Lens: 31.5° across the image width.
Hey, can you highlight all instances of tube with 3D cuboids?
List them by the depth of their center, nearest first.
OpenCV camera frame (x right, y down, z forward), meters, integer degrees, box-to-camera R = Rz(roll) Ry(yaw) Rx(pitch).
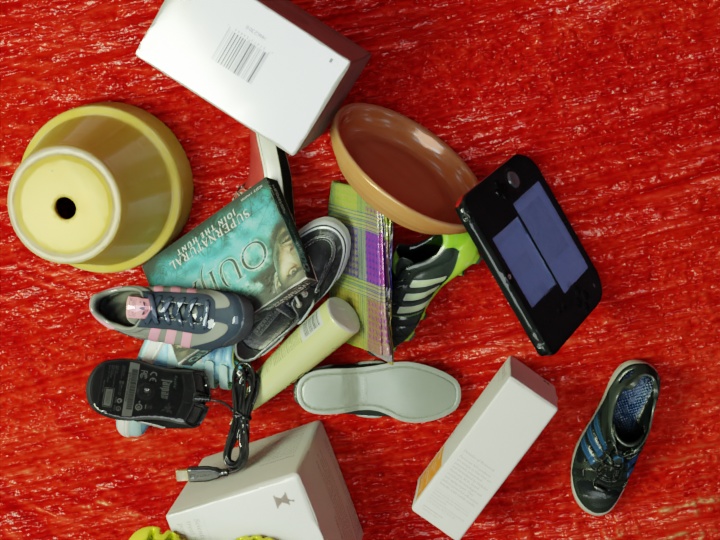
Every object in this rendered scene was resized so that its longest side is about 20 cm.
[{"bbox_3d":[-0.082,0.107,1.504,0.200,0.058,0.052,-41,63,29],"label":"tube"}]

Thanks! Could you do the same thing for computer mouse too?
[{"bbox_3d":[-0.219,0.176,1.486,0.200,0.046,0.141,2,75,-4],"label":"computer mouse"}]

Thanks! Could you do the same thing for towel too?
[{"bbox_3d":[0.000,0.000,1.479,0.023,0.144,0.200,-8,102,-26],"label":"towel"}]

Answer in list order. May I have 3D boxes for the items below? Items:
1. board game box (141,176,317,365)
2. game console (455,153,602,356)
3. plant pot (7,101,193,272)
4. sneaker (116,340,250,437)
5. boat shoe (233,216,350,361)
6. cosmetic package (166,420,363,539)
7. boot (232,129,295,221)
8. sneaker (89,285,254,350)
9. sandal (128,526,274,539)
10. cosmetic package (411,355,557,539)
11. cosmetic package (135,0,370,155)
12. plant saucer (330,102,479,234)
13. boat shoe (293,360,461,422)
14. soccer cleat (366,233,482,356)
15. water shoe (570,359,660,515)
[{"bbox_3d":[-0.151,0.003,1.456,0.200,0.028,0.135,-34,66,23],"label":"board game box"},{"bbox_3d":[0.194,-0.022,1.429,0.031,0.177,0.200,-27,97,35],"label":"game console"},{"bbox_3d":[-0.309,-0.086,1.462,0.200,0.189,0.201,1,102,7],"label":"plant pot"},{"bbox_3d":[-0.209,0.134,1.550,0.130,0.080,0.200,26,103,2],"label":"sneaker"},{"bbox_3d":[-0.083,0.026,1.467,0.072,0.068,0.200,39,113,-6],"label":"boat shoe"},{"bbox_3d":[-0.106,0.302,1.508,0.165,0.200,0.165,-19,98,9],"label":"cosmetic package"},{"bbox_3d":[-0.152,-0.074,1.509,0.144,0.072,0.200,-2,104,8],"label":"boot"},{"bbox_3d":[-0.214,0.050,1.422,0.200,0.082,0.070,-2,80,32],"label":"sneaker"},{"bbox_3d":[-0.163,0.328,1.374,0.200,0.087,0.080,1,98,4],"label":"sandal"},{"bbox_3d":[0.147,0.209,1.513,0.071,0.101,0.200,35,102,0],"label":"cosmetic package"},{"bbox_3d":[-0.110,-0.237,1.404,0.199,0.200,0.123,33,105,0],"label":"cosmetic package"},{"bbox_3d":[0.049,-0.107,1.419,0.200,0.200,0.037,36,121,-1],"label":"plant saucer"},{"bbox_3d":[0.019,0.141,1.534,0.200,0.060,0.076,7,91,-9],"label":"boat shoe"},{"bbox_3d":[0.056,0.016,1.488,0.081,0.068,0.200,28,114,-28],"label":"soccer cleat"},{"bbox_3d":[0.297,0.202,1.505,0.071,0.079,0.200,15,102,3],"label":"water shoe"}]
